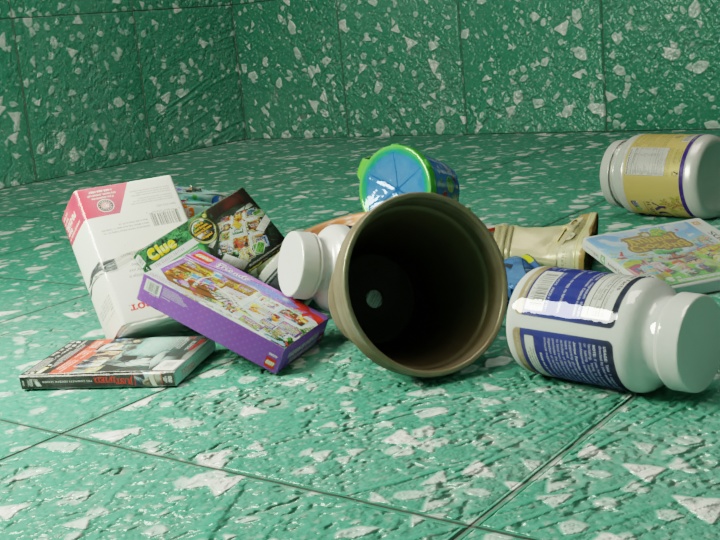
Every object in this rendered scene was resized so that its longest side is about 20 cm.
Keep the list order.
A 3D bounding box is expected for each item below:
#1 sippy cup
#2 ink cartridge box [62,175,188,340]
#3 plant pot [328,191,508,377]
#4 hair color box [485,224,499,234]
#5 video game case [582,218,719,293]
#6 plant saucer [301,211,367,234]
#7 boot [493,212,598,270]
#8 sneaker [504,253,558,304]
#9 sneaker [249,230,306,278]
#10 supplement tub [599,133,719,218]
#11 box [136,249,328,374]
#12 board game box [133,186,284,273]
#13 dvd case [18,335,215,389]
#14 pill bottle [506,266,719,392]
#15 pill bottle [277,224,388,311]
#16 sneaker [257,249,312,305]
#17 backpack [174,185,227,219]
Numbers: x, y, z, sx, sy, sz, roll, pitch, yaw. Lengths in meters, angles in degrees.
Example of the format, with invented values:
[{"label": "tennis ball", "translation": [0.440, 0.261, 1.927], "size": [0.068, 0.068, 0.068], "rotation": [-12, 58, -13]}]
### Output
[{"label": "sippy cup", "translation": [0.088, -0.127, 1.762], "size": [0.139, 0.179, 0.130], "rotation": [-32, -17, 32]}, {"label": "ink cartridge box", "translation": [-0.295, -0.013, 1.493], "size": [0.144, 0.201, 0.084], "rotation": [-13, -19, -33]}, {"label": "plant pot", "translation": [0.045, 0.025, 1.278], "size": [0.198, 0.202, 0.173], "rotation": [-10, -4, -21]}, {"label": "hair color box", "translation": [0.108, -0.028, 1.721], "size": [0.198, 0.065, 0.111], "rotation": [-13, 13, -26]}, {"label": "video game case", "translation": [0.437, -0.018, 1.528], "size": [0.198, 0.022, 0.182], "rotation": [-10, 27, -18]}, {"label": "plant saucer", "translation": [-0.016, -0.042, 1.646], "size": [0.198, 0.038, 0.200], "rotation": [-13, 16, 4]}, {"label": "boot", "translation": [0.280, -0.045, 1.691], "size": [0.154, 0.074, 0.200], "rotation": [3, 21, 17]}, {"label": "sneaker", "translation": [0.215, 0.028, 1.434], "size": [0.078, 0.067, 0.200], "rotation": [-19, 14, -8]}, {"label": "sneaker", "translation": [-0.082, -0.014, 1.754], "size": [0.089, 0.068, 0.199], "rotation": [13, 21, 36]}, {"label": "supplement tub", "translation": [0.543, -0.170, 1.979], "size": [0.145, 0.147, 0.199], "rotation": [-16, 16, -40]}, {"label": "box", "translation": [-0.153, 0.046, 1.355], "size": [0.199, 0.039, 0.137], "rotation": [27, 22, 14]}, {"label": "board game box", "translation": [-0.197, -0.027, 1.489], "size": [0.200, 0.105, 0.023], "rotation": [-36, -3, -39]}, {"label": "dvd case", "translation": [-0.293, 0.112, 1.358], "size": [0.198, 0.022, 0.146], "rotation": [-4, 12, 12]}, {"label": "pill bottle", "translation": [0.256, 0.061, 1.127], "size": [0.115, 0.117, 0.199], "rotation": [-16, 17, -42]}, {"label": "pill bottle", "translation": [0.000, 0.000, 1.423], "size": [0.198, 0.112, 0.111], "rotation": [6, 6, -27]}, {"label": "sneaker", "translation": [-0.107, 0.023, 1.567], "size": [0.079, 0.079, 0.200], "rotation": [-50, 4, -11]}, {"label": "backpack", "translation": [-0.269, -0.042, 1.687], "size": [0.150, 0.180, 0.199], "rotation": [11, 10, 42]}]
